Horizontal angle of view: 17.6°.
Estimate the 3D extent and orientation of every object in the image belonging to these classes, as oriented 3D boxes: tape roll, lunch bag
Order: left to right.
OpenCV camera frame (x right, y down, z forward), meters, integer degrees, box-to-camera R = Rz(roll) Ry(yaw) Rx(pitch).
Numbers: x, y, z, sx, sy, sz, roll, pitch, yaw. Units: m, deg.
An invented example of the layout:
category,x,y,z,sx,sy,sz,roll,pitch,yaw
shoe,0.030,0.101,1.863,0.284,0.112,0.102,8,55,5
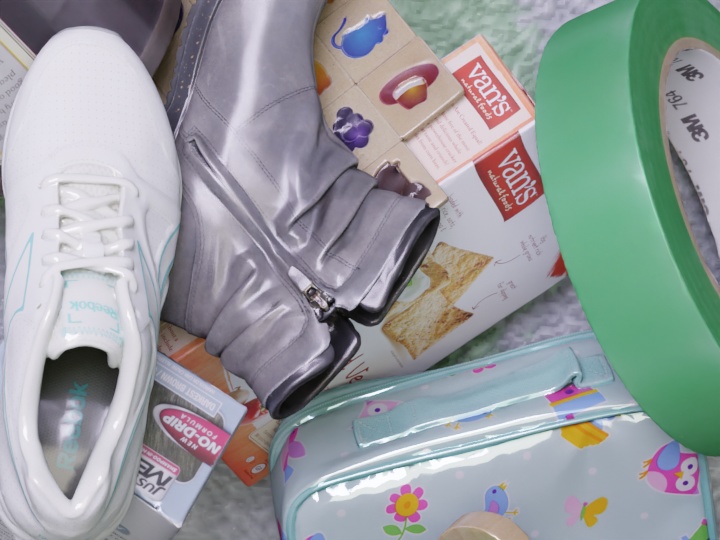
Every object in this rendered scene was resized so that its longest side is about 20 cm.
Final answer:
category,x,y,z,sx,sy,sz,roll,pitch,yaw
lunch bag,0.063,0.111,1.039,0.198,0.077,0.161,-14,119,-2
tape roll,0.146,-0.023,1.000,0.048,0.200,0.202,-21,95,30

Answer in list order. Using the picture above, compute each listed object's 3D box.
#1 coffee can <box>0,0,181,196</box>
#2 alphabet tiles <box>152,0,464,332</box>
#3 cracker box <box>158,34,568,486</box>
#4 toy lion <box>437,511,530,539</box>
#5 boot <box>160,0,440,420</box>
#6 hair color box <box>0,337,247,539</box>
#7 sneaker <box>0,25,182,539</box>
category,x,y,z,sx,sy,sz,roll,pitch,yaw
coffee can,-0.185,-0.143,0.916,0.146,0.146,0.200,-42,133,1
alphabet tiles,-0.059,-0.071,0.985,0.166,0.006,0.200,-38,67,-2
cracker box,0.000,0.000,1.024,0.199,0.134,0.058,-34,60,0
toy lion,0.069,0.212,0.968,0.199,0.069,0.193,26,128,22
boot,-0.019,-0.050,0.935,0.131,0.070,0.201,30,91,18
hair color box,-0.124,0.084,0.994,0.099,0.200,0.061,33,65,-3
sneaker,-0.099,0.004,0.864,0.070,0.080,0.202,3,80,-11
